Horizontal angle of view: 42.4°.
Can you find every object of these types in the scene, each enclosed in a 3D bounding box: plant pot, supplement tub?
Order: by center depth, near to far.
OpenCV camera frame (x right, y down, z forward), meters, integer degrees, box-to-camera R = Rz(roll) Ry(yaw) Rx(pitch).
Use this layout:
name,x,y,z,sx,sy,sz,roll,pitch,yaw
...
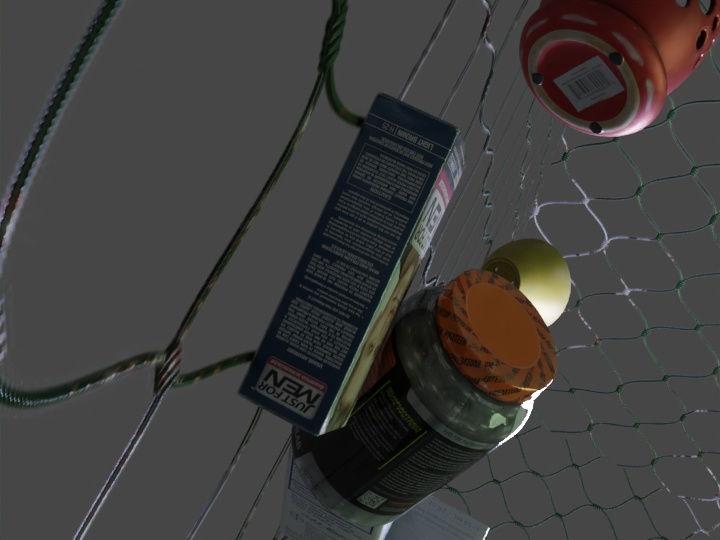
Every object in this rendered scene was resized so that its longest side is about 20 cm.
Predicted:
name,x,y,z,sx,sy,sz,roll,pitch,yaw
supplement tub,0.044,0.095,0.687,0.200,0.122,0.123,-45,-177,38
plant pot,0.286,-0.271,1.042,0.183,0.199,0.201,-50,164,-25
plant pot,0.327,0.026,1.977,0.141,0.199,0.203,7,110,-52

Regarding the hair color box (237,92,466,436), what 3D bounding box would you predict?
name,x,y,z,sx,sy,sz,roll,pitch,yaw
hair color box,0.000,0.000,0.597,0.202,0.060,0.100,-64,169,-1

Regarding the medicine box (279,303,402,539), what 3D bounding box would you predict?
name,x,y,z,sx,sy,sz,roll,pitch,yaw
medicine box,0.011,0.163,0.899,0.183,0.102,0.201,-57,168,-36

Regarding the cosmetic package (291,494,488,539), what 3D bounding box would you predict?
name,x,y,z,sx,sy,sz,roll,pitch,yaw
cosmetic package,0.015,0.354,1.079,0.201,0.197,0.124,-58,168,-31
